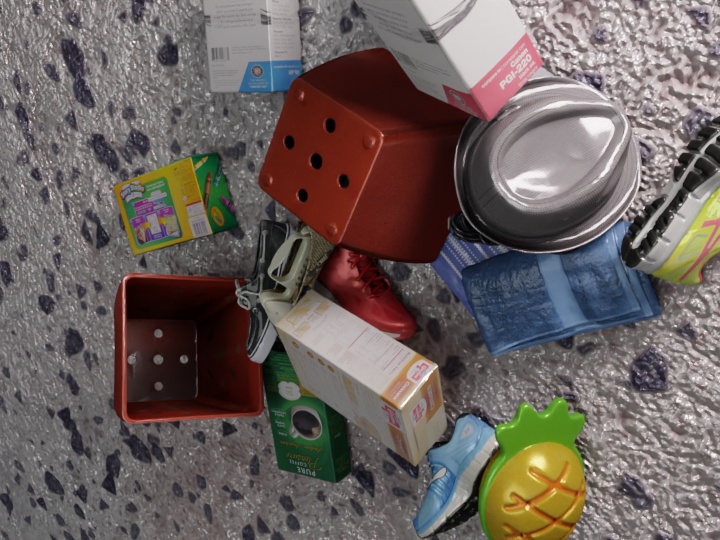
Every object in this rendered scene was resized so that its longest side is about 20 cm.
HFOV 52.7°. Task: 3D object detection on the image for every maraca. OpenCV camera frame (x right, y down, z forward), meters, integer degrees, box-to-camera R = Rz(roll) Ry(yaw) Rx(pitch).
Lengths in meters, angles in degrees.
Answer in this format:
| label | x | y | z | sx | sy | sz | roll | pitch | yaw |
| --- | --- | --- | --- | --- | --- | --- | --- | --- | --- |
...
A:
| label | x | y | z | sx | sy | sz | roll | pitch | yaw |
| --- | --- | --- | --- | --- | --- | --- | --- | --- | --- |
| maraca | 0.202 | 0.241 | 0.844 | 0.107 | 0.137 | 0.200 | -140 | 48 | -62 |

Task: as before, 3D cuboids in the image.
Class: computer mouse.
| label | x | y | z | sx | sy | sz | roll | pitch | yaw |
| --- | --- | --- | --- | --- | --- | --- | --- | --- | --- |
| computer mouse | 0.168 | -0.119 | 0.773 | 0.138 | 0.053 | 0.200 | 6 | 85 | 1 |

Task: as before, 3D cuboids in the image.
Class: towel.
| label | x | y | z | sx | sy | sz | roll | pitch | yaw |
| --- | --- | --- | --- | --- | --- | --- | --- | --- | --- |
| towel | 0.157 | -0.052 | 0.855 | 0.145 | 0.024 | 0.200 | 51 | 124 | 15 |
| towel | 0.213 | 0.022 | 0.797 | 0.200 | 0.049 | 0.112 | -18 | 101 | 32 |

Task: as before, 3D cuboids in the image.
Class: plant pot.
| label | x | y | z | sx | sy | sz | roll | pitch | yaw |
| --- | --- | --- | --- | --- | --- | --- | --- | --- | --- |
| plant pot | -0.275 | 0.122 | 1.080 | 0.176 | 0.200 | 0.200 | -20 | 70 | 55 |
| plant pot | 0.003 | -0.128 | 0.829 | 0.200 | 0.176 | 0.200 | 38 | 119 | 26 |

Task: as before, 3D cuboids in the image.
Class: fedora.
| label | x | y | z | sx | sy | sz | roll | pitch | yaw |
| --- | --- | --- | --- | --- | --- | --- | --- | --- | --- |
| fedora | 0.189 | -0.110 | 0.700 | 0.200 | 0.090 | 0.177 | -23 | 86 | -3 |

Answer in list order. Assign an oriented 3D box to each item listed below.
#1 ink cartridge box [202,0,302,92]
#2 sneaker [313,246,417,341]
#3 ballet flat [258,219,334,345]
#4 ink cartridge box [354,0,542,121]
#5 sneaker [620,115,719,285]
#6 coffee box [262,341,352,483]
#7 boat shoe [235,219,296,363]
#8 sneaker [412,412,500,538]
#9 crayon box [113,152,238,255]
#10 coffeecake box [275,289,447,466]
| label | x | y | z | sx | sy | sz | roll | pitch | yaw |
| --- | --- | --- | --- | --- | --- | --- | --- | --- | --- |
| ink cartridge box | -0.142 | -0.337 | 0.952 | 0.116 | 0.067 | 0.200 | 10 | 109 | 33 |
| sneaker | 0.000 | 0.000 | 0.944 | 0.200 | 0.078 | 0.116 | 31 | 121 | 23 |
| ballet flat | -0.090 | 0.013 | 0.938 | 0.068 | 0.075 | 0.200 | 41 | 118 | 42 |
| ink cartridge box | 0.064 | -0.254 | 0.687 | 0.085 | 0.200 | 0.146 | -46 | 38 | 1 |
| sneaker | 0.343 | -0.069 | 0.691 | 0.090 | 0.078 | 0.200 | 29 | 114 | -12 |
| coffee box | -0.083 | 0.209 | 1.084 | 0.123 | 0.044 | 0.200 | -1 | 102 | 38 |
| boat shoe | -0.140 | 0.028 | 1.016 | 0.074 | 0.068 | 0.200 | -146 | 70 | -69 |
| sneaker | 0.121 | 0.267 | 0.952 | 0.090 | 0.078 | 0.200 | 47 | 122 | 36 |
| crayon box | -0.291 | -0.101 | 1.133 | 0.200 | 0.058 | 0.119 | -11 | 97 | 37 |
| coffeecake box | 0.004 | 0.134 | 0.910 | 0.200 | 0.073 | 0.154 | 30 | 152 | 30 |
